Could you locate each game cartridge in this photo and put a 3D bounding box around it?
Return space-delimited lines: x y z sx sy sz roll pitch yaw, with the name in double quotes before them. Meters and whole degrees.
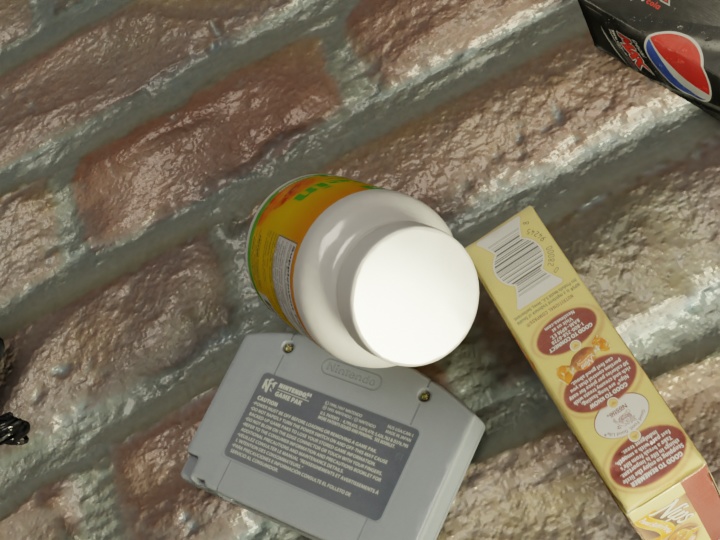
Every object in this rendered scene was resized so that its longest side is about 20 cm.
"game cartridge" -0.018 0.117 0.849 0.198 0.042 0.134 17 67 32

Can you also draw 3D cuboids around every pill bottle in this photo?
"pill bottle" 0.000 0.000 0.804 0.111 0.111 0.200 -49 20 -6

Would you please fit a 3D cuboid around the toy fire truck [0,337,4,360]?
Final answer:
"toy fire truck" -0.413 0.092 0.972 0.174 0.129 0.201 8 59 35

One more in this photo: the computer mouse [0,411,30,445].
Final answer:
"computer mouse" -0.337 0.196 0.953 0.109 0.044 0.202 8 67 28

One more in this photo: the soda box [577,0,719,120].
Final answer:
"soda box" 0.246 -0.155 0.855 0.071 0.063 0.200 -46 53 -4

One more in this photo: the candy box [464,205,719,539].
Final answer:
"candy box" 0.143 0.069 0.746 0.055 0.116 0.201 -32 54 6
